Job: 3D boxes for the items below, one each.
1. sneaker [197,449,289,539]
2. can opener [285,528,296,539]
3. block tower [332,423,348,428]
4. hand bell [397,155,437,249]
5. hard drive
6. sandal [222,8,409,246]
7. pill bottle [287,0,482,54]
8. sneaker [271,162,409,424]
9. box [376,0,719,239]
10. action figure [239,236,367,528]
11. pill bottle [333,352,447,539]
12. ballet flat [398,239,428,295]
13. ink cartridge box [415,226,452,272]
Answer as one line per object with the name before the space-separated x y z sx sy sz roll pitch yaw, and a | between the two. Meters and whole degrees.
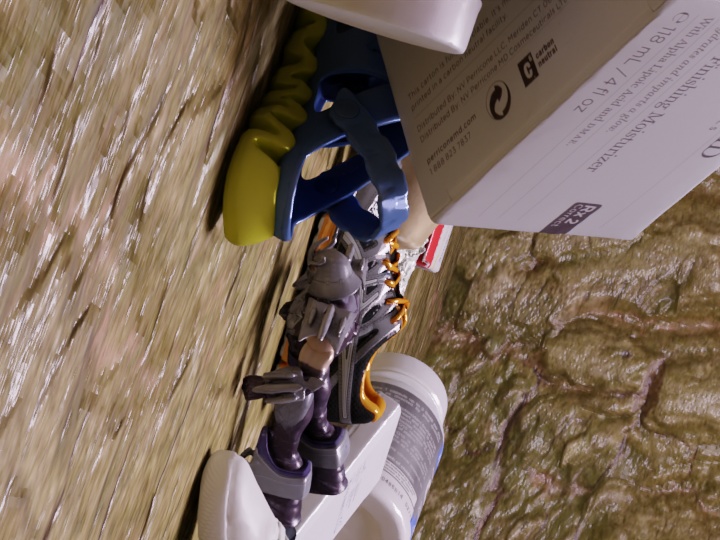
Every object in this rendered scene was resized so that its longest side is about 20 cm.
sneaker | -0.044 0.196 1.424 0.075 0.088 0.201 -72 153 -66
can opener | -0.083 0.213 1.508 0.200 0.078 0.064 -34 138 -62
block tower | -0.027 0.108 1.776 0.200 0.054 0.058 90 18 -72
hand bell | 0.000 0.000 1.665 0.200 0.104 0.104 -59 176 4
hard drive | -0.044 0.190 1.685 0.200 0.026 0.132 -49 167 -28
sandal | -0.003 -0.082 1.177 0.080 0.087 0.200 98 9 -54
pill bottle | 0.034 -0.199 1.002 0.113 0.112 0.201 -1 108 -85
sneaker | 0.000 0.012 1.600 0.078 0.077 0.201 -49 155 -74
box | 0.111 -0.149 1.118 0.199 0.130 0.201 -44 -128 45
action figure | -0.036 0.065 1.474 0.130 0.069 0.201 -52 157 -55
pill bottle | 0.008 0.163 2.026 0.200 0.113 0.114 -65 171 -55
ballet flat | 0.022 -0.045 1.736 0.072 0.072 0.201 35 73 -85
ink cartridge box | 0.043 -0.064 1.863 0.200 0.067 0.117 27 81 -85
